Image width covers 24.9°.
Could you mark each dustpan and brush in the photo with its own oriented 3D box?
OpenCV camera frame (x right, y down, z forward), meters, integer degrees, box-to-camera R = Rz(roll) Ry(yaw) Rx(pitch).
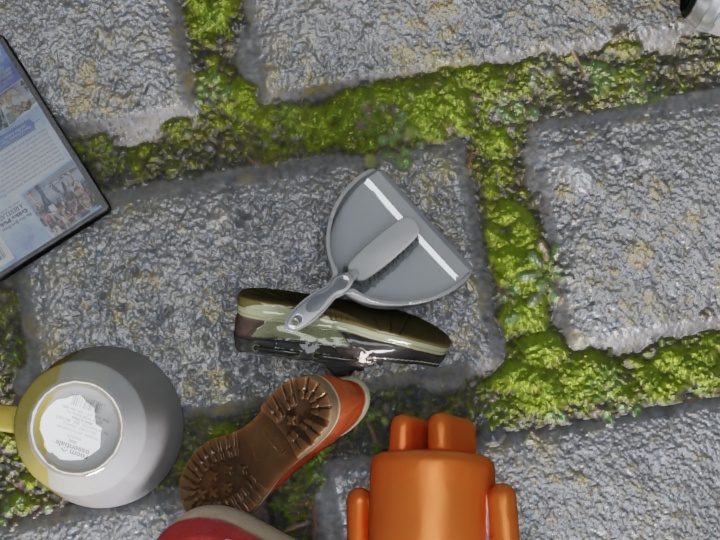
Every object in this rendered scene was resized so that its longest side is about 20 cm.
[{"bbox_3d":[0.000,0.000,1.476,0.200,0.057,0.140,-40,84,-24],"label":"dustpan and brush"}]

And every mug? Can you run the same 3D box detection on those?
[{"bbox_3d":[-0.255,0.147,1.447,0.186,0.153,0.150,-26,86,-2],"label":"mug"}]

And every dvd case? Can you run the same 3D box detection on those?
[{"bbox_3d":[-0.345,-0.102,1.537,0.142,0.018,0.200,-32,85,-4],"label":"dvd case"}]

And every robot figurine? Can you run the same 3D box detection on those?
[{"bbox_3d":[0.062,0.230,1.456,0.143,0.117,0.201,3,77,-8],"label":"robot figurine"}]

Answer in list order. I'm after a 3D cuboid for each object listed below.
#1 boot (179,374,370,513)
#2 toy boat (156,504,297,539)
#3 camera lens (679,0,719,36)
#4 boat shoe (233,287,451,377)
[{"bbox_3d":[-0.075,0.163,1.487,0.200,0.107,0.075,-38,77,24],"label":"boot"},{"bbox_3d":[-0.105,0.299,1.421,0.199,0.131,0.131,24,46,19],"label":"toy boat"},{"bbox_3d":[0.400,-0.277,1.487,0.199,0.160,0.161,16,85,1],"label":"camera lens"},{"bbox_3d":[-0.019,0.065,1.503,0.200,0.072,0.066,12,106,-3],"label":"boat shoe"}]
